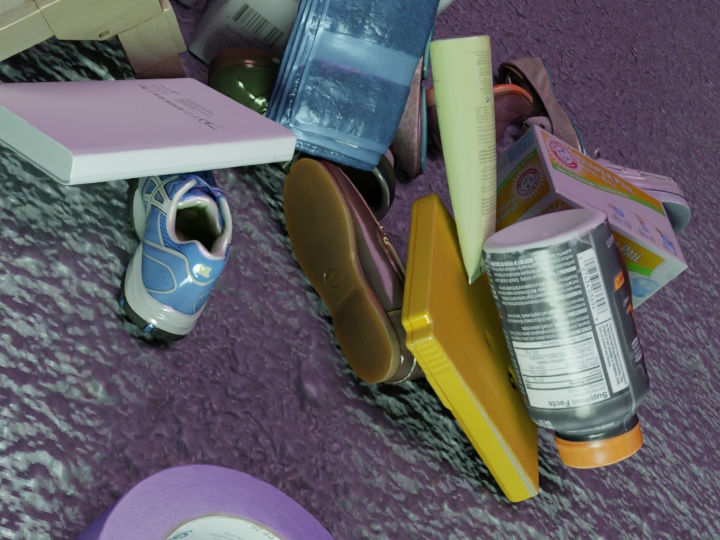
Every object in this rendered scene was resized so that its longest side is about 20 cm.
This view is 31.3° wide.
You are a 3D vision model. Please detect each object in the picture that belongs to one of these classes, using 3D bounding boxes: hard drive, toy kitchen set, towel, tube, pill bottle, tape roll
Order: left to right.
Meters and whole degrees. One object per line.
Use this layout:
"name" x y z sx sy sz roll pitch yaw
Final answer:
"toy kitchen set" -0.252 -0.210 0.960 0.163 0.180 0.200 61 -6 15
"hard drive" -0.162 -0.104 0.919 0.132 0.027 0.200 31 27 34
"tape roll" -0.079 0.211 0.716 0.200 0.066 0.200 31 36 -26
"towel" -0.001 -0.187 1.038 0.112 0.200 0.049 16 9 -18
"tube" 0.090 -0.093 1.065 0.058 0.052 0.200 -13 102 -28
"pill bottle" 0.174 0.058 1.051 0.106 0.106 0.200 -37 114 -58

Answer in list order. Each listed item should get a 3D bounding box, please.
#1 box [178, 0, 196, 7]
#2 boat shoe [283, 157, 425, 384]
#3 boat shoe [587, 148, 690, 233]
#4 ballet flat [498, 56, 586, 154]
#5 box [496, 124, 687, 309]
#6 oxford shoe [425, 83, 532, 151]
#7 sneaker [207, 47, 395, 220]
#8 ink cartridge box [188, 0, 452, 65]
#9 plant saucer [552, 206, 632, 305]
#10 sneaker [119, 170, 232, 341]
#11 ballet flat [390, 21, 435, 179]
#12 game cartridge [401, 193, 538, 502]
"box" -0.193 -0.366 1.167 0.152 0.106 0.200 23 39 -35
"boat shoe" 0.000 0.000 1.038 0.070 0.070 0.200 -5 67 -45
"boat shoe" 0.258 -0.094 1.403 0.202 0.075 0.086 5 44 -9
"ballet flat" 0.206 -0.175 1.503 0.062 0.068 0.200 0 46 -16
"box" 0.218 -0.043 1.307 0.200 0.112 0.101 25 37 -31
"oxford shoe" 0.127 -0.158 1.383 0.200 0.071 0.073 -10 84 -51
"sneaker" -0.044 -0.110 1.103 0.200 0.067 0.090 33 29 -28
"ink cartridge box" -0.028 -0.255 1.155 0.147 0.200 0.146 36 33 -19
"plant saucer" 0.208 0.040 1.177 0.200 0.037 0.201 6 83 -57
"sneaker" -0.122 -0.040 0.925 0.076 0.077 0.200 25 35 -30
"ballet flat" 0.037 -0.184 1.275 0.067 0.068 0.200 4 69 3
"game cartridge" 0.092 0.062 1.053 0.200 0.032 0.176 55 25 -30
